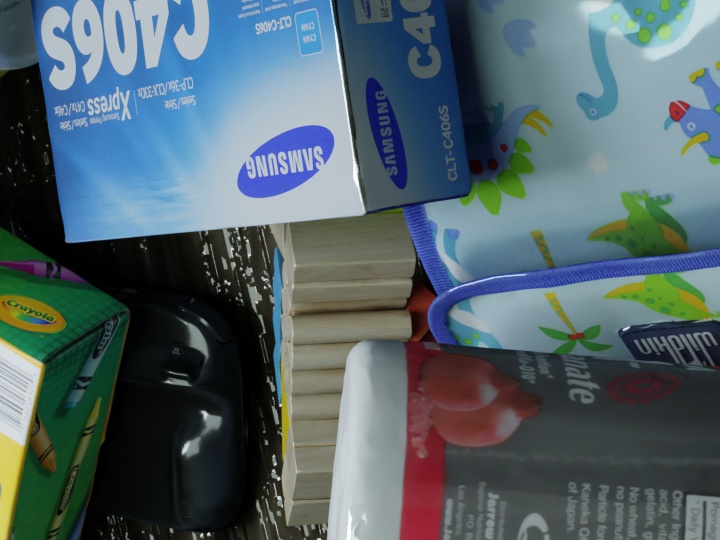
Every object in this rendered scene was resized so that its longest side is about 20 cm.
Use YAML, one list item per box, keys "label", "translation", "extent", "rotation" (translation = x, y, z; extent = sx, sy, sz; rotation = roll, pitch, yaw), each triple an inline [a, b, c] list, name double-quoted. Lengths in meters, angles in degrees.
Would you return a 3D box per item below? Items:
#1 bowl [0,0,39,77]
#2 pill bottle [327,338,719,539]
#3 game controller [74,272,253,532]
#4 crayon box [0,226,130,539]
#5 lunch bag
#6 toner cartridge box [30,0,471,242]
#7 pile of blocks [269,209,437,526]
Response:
- label: "bowl"
  translation: [-0.158, -0.133, 0.807]
  extent: [0.107, 0.200, 0.201]
  rotation: [28, 112, 25]
- label: "pill bottle"
  translation: [0.090, 0.083, 0.645]
  extent: [0.199, 0.111, 0.111]
  rotation: [5, 102, -3]
- label: "game controller"
  translation: [-0.131, 0.051, 0.920]
  extent: [0.199, 0.042, 0.105]
  rotation: [9, 116, 33]
- label: "crayon box"
  translation: [-0.175, 0.076, 0.897]
  extent: [0.119, 0.058, 0.200]
  rotation: [31, 126, 20]
- label: "lunch bag"
  translation: [0.108, -0.028, 0.701]
  extent: [0.170, 0.127, 0.201]
  rotation: [-6, 107, 31]
- label: "toner cartridge box"
  translation: [-0.044, -0.062, 0.713]
  extent: [0.200, 0.043, 0.095]
  rotation: [-4, 96, 56]
- label: "pile of blocks"
  translation: [0.000, 0.000, 0.817]
  extent: [0.062, 0.082, 0.201]
  rotation: [-2, 110, -9]
